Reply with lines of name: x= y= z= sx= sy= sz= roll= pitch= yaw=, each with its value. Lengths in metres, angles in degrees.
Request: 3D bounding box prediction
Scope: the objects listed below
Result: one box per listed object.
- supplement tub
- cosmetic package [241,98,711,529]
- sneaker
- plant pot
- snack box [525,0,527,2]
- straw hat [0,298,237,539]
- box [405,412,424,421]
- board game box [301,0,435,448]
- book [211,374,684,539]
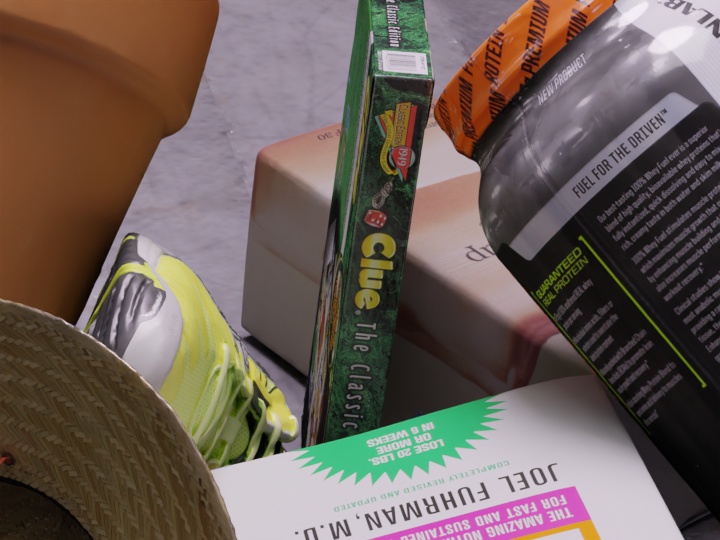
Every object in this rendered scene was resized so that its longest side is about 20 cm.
supplement tub: x=0.121 y=-0.004 z=0.750 sx=0.200 sy=0.123 sz=0.122 roll=50 pitch=44 yaw=8
cosmetic package: x=0.054 y=0.018 z=0.930 sx=0.103 sy=0.087 sz=0.200 roll=-19 pitch=38 yaw=-37
sneaker: x=-0.056 y=0.041 z=0.805 sx=0.076 sy=0.076 sz=0.200 roll=25 pitch=-7 yaw=3
plant pot: x=-0.157 y=-0.041 z=0.780 sx=0.199 sy=0.140 sz=0.200 roll=11 pitch=-10 yaw=2
snack box: x=0.186 y=-0.103 z=1.189 sx=0.142 sy=0.053 sz=0.200 roll=-7 pitch=31 yaw=-23
straw hat: x=-0.104 y=0.100 z=0.721 sx=0.201 sy=0.202 sz=0.085 roll=19 pitch=6 yaw=22
box: x=0.030 y=0.126 z=0.730 sx=0.136 sy=0.038 sz=0.200 roll=-32 pitch=35 yaw=-25
board game box: x=0.000 y=0.000 z=0.842 sx=0.023 sy=0.200 sz=0.105 roll=7 pitch=31 yaw=-3
book: x=0.033 y=0.107 z=0.686 sx=0.133 sy=0.048 sz=0.200 roll=-16 pitch=28 yaw=-4
